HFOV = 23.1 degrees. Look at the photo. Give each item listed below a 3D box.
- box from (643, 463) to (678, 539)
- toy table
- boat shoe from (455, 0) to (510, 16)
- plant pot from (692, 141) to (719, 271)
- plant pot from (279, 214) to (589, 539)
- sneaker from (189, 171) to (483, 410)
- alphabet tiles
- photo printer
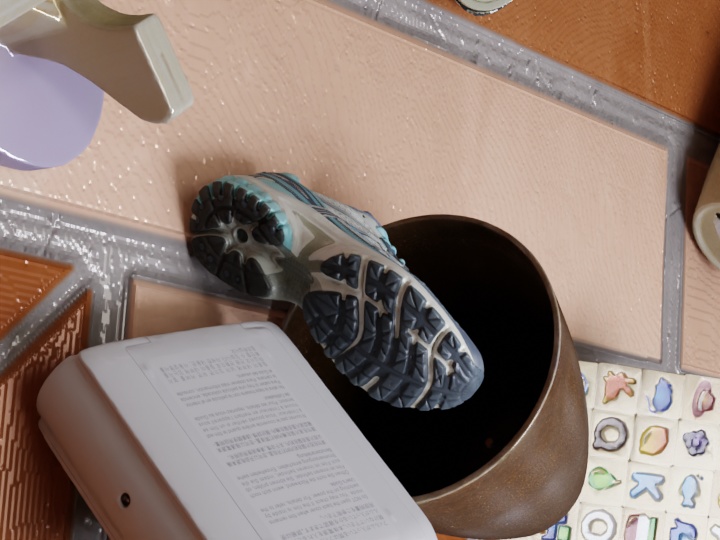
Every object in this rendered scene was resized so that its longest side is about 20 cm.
[{"bbox_3d":[0.213,0.239,1.317,0.049,0.082,0.201,-12,95,-48],"label":"box"},{"bbox_3d":[-0.163,-0.153,0.898,0.200,0.117,0.184,58,47,-27],"label":"toy table"},{"bbox_3d":[0.063,-0.275,1.226,0.068,0.072,0.201,-33,108,-85],"label":"boat shoe"},{"bbox_3d":[0.373,-0.083,1.485,0.200,0.187,0.188,-44,119,-26],"label":"plant pot"},{"bbox_3d":[0.068,0.094,1.113,0.200,0.186,0.188,48,51,-53],"label":"plant pot"},{"bbox_3d":[0.000,0.000,1.028,0.086,0.200,0.078,-28,151,-52],"label":"sneaker"},{"bbox_3d":[0.189,0.152,1.260,0.199,0.006,0.167,8,89,-13],"label":"alphabet tiles"},{"bbox_3d":[-0.058,0.122,0.944,0.166,0.070,0.200,-8,51,-48],"label":"photo printer"}]
